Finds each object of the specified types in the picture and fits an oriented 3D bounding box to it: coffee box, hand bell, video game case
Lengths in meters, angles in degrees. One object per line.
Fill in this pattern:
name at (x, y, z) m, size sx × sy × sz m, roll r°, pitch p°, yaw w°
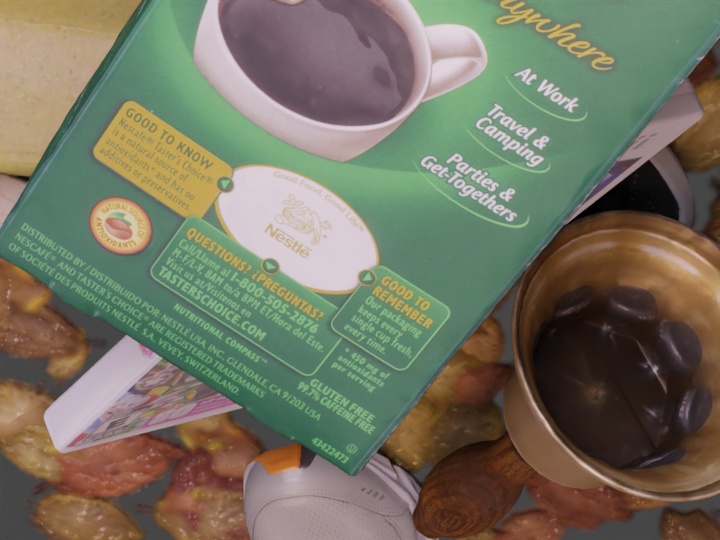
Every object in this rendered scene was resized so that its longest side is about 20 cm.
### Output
coffee box at (0.004, -0.050, 0.660) m, size 0.123 × 0.044 × 0.200 m, roll 32°, pitch 122°, yaw -8°
hand bell at (0.062, 0.065, 0.949) m, size 0.104 × 0.104 × 0.200 m, roll 23°, pitch 151°, yaw -13°
video game case at (0.000, 0.000, 0.823) m, size 0.143 × 0.018 × 0.200 m, roll -13°, pitch 162°, yaw -37°

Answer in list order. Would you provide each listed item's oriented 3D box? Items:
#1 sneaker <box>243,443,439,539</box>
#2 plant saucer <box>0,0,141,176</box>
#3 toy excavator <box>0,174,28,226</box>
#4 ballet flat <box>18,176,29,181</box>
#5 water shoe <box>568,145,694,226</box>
sneaker at (0.003, 0.158, 1.051) m, size 0.075 × 0.092 × 0.200 m, roll -13°, pitch 127°, yaw 14°
plant saucer at (-0.061, -0.112, 0.673) m, size 0.199 × 0.049 × 0.200 m, roll 5°, pitch 134°, yaw -29°
toy excavator at (-0.075, -0.113, 0.798) m, size 0.100 × 0.195 × 0.200 m, roll 21°, pitch 160°, yaw 26°
ballet flat at (-0.085, -0.031, 0.933) m, size 0.199 × 0.068 × 0.064 m, roll 23°, pitch 156°, yaw -12°
water shoe at (0.026, -0.040, 0.892) m, size 0.199 × 0.079 × 0.072 m, roll 27°, pitch 128°, yaw -16°
